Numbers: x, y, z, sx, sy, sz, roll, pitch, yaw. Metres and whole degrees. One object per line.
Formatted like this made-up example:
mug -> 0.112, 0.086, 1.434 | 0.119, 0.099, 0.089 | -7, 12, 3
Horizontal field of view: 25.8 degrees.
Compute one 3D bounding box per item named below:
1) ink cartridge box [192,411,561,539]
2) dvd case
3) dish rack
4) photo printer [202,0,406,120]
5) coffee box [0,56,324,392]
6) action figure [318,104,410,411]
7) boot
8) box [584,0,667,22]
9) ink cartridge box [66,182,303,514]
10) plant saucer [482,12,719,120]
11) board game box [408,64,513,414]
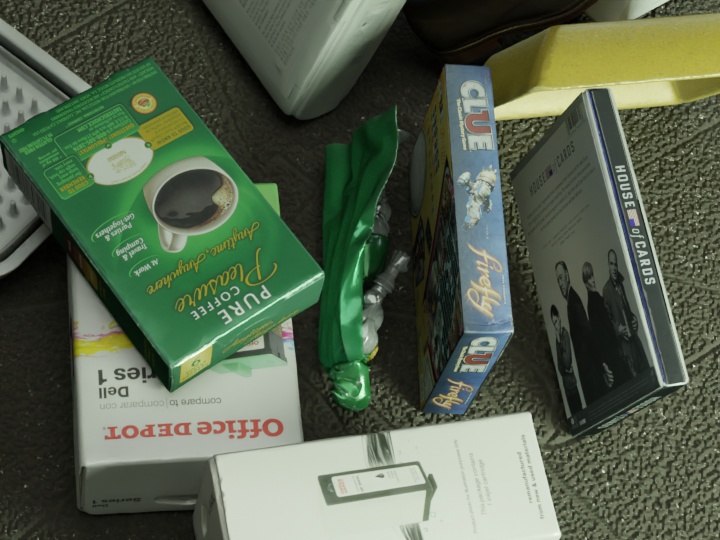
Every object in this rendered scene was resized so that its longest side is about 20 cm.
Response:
ink cartridge box -> 0.004, 0.160, 0.971 | 0.198, 0.146, 0.085 | -7, 66, -13
dvd case -> 0.155, -0.001, 1.061 | 0.025, 0.150, 0.202 | -7, 74, -17
dish rack -> -0.278, -0.091, 1.106 | 0.199, 0.044, 0.172 | 36, 62, 9
photo printer -> -0.057, -0.237, 1.155 | 0.069, 0.167, 0.201 | -21, 66, -40
coffee box -> -0.129, -0.032, 1.007 | 0.123, 0.044, 0.200 | -33, 71, -24
action figure -> 0.000, 0.000, 1.089 | 0.054, 0.118, 0.202 | 13, 70, -17
boot -> 0.113, -0.225, 1.140 | 0.199, 0.097, 0.075 | -31, 51, 23
box -> 0.237, -0.306, 1.202 | 0.106, 0.200, 0.152 | 45, 45, 15
ink cartridge box -> -0.119, 0.049, 1.039 | 0.143, 0.084, 0.201 | -2, 63, -12
plant saucer -> 0.182, -0.146, 1.130 | 0.198, 0.200, 0.049 | -6, 90, -13
board game box -> 0.066, -0.020, 1.080 | 0.034, 0.136, 0.202 | 3, 63, -9
